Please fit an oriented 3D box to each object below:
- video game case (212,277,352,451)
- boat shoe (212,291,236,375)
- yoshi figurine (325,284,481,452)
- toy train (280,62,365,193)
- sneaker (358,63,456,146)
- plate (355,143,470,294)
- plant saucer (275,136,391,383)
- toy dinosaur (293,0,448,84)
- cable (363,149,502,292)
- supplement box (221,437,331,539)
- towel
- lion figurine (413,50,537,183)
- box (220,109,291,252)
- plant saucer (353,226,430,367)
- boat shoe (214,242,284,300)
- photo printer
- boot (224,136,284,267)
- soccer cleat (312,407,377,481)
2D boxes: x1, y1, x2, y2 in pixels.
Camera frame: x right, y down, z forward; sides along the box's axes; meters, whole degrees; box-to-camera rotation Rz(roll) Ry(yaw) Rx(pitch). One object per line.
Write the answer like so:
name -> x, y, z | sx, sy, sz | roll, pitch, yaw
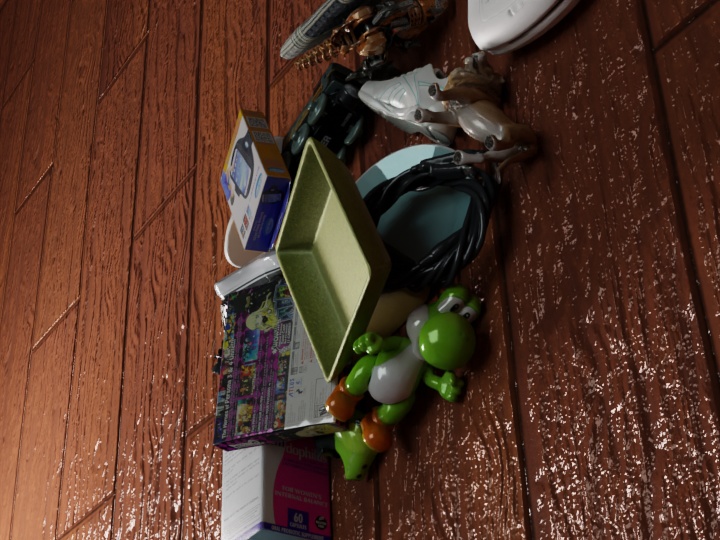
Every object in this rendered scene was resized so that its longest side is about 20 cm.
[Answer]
video game case -> -0.089, 0.105, 1.530 | 0.179, 0.036, 0.203 | -14, 59, 30
boat shoe -> -0.159, 0.129, 1.666 | 0.074, 0.065, 0.202 | 30, 136, 57
yoshi figurine -> 0.055, 0.103, 1.381 | 0.200, 0.112, 0.112 | -49, 56, 16
toy train -> -0.056, -0.188, 1.760 | 0.201, 0.084, 0.115 | -54, 21, 34
sneaker -> 0.069, -0.212, 1.576 | 0.200, 0.070, 0.081 | 28, 90, 54
plate -> 0.053, -0.057, 1.496 | 0.198, 0.026, 0.203 | -19, 52, 26
plant saucer -> -0.027, -0.013, 1.437 | 0.201, 0.047, 0.202 | 111, 143, -47
toy dinosaur -> 0.012, -0.302, 1.619 | 0.136, 0.197, 0.104 | 121, 146, -77
cable -> 0.067, -0.049, 1.430 | 0.198, 0.051, 0.165 | -11, 60, 36
supplement box -> -0.104, 0.248, 1.573 | 0.103, 0.100, 0.202 | -40, 42, 42
towel -> 0.002, -0.364, 1.677 | 0.199, 0.035, 0.192 | -37, 0, -44
lion figurine -> 0.141, -0.160, 1.401 | 0.201, 0.121, 0.073 | 57, 136, 35
box -> -0.143, -0.118, 1.750 | 0.201, 0.041, 0.120 | -113, 36, -51
plant saucer -> 0.000, 0.000, 1.586 | 0.200, 0.048, 0.202 | -46, 38, 39
boat shoe -> -0.112, 0.006, 1.754 | 0.199, 0.071, 0.072 | -27, 11, 37
photo printer -> 0.188, -0.350, 1.436 | 0.166, 0.069, 0.203 | -33, 48, 48
boot -> -0.156, -0.099, 1.898 | 0.090, 0.072, 0.202 | 0, 66, 67
soccer cleat -> -0.041, 0.174, 1.535 | 0.200, 0.067, 0.082 | 44, 118, 52
